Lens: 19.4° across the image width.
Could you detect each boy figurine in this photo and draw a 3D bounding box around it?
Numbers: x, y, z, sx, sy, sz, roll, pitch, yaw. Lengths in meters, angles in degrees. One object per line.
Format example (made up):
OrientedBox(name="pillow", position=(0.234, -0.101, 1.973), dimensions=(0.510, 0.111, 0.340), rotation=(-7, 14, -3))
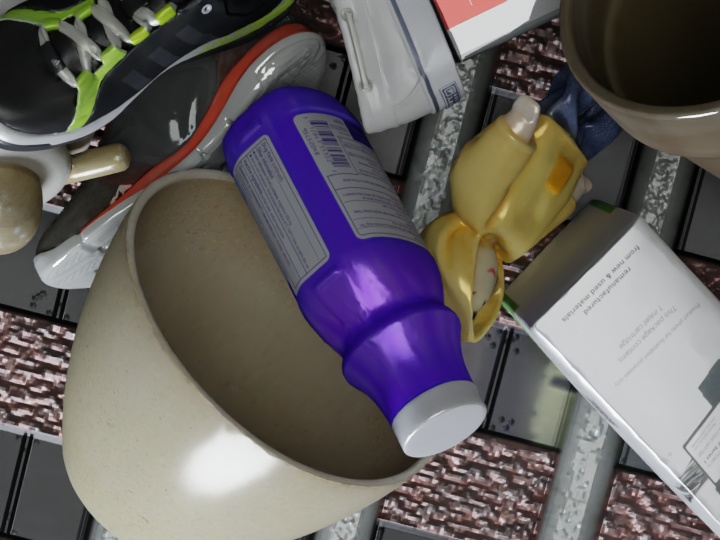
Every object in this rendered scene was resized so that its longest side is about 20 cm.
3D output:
OrientedBox(name="boy figurine", position=(0.091, -0.051, 1.116), dimensions=(0.064, 0.124, 0.200), rotation=(36, 82, 25))

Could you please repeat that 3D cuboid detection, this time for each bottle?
OrientedBox(name="bottle", position=(0.000, 0.000, 1.074), dimensions=(0.065, 0.083, 0.201), rotation=(-40, 62, 22))

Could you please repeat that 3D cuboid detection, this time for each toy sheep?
OrientedBox(name="toy sheep", position=(-0.195, -0.101, 1.098), dimensions=(0.136, 0.138, 0.202), rotation=(-7, 64, -1))

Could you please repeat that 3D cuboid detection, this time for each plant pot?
OrientedBox(name="plant pot", position=(0.223, -0.110, 1.035), dimensions=(0.200, 0.200, 0.173), rotation=(-45, 130, 3))

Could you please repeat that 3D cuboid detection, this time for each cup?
OrientedBox(name="cup", position=(-0.076, 0.070, 1.104), dimensions=(0.200, 0.201, 0.143), rotation=(40, 120, -5))

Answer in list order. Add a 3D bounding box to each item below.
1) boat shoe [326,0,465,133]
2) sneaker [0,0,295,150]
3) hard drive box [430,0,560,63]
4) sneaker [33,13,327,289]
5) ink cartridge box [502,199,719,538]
OrientedBox(name="boat shoe", position=(-0.012, -0.167, 1.104), dimensions=(0.065, 0.074, 0.201), rotation=(-24, 72, 1))
OrientedBox(name="sneaker", position=(-0.106, -0.132, 1.015), dimensions=(0.199, 0.083, 0.072), rotation=(-33, 81, -26))
OrientedBox(name="hard drive box", position=(0.109, -0.222, 1.120), dimensions=(0.199, 0.077, 0.157), rotation=(-26, 96, 1))
OrientedBox(name="sneaker", position=(-0.109, -0.074, 1.145), dimensions=(0.200, 0.077, 0.082), rotation=(-43, 69, 2))
OrientedBox(name="ink cartridge box", position=(0.175, 0.065, 1.119), dimensions=(0.084, 0.146, 0.200), rotation=(-44, 96, 2))
